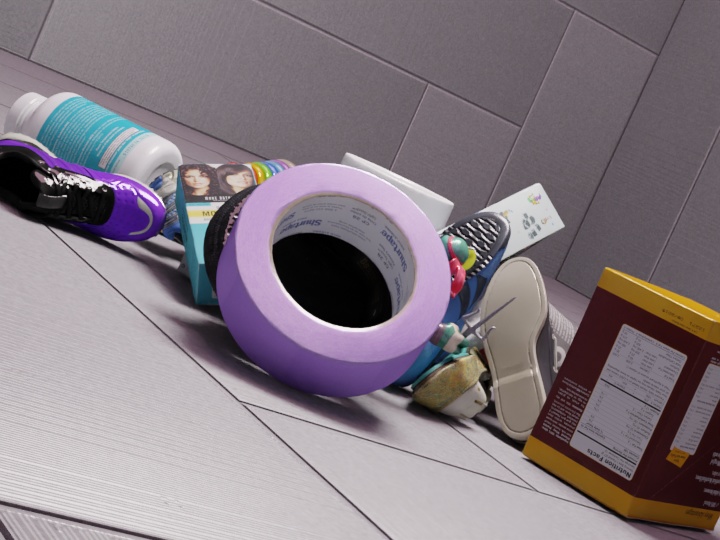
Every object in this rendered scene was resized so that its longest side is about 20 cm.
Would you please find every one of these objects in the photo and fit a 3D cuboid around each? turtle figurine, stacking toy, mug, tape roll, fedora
[{"bbox_3d":[0.041,0.009,1.565,0.101,0.198,0.151,48,27,-53],"label":"turtle figurine"},{"bbox_3d":[-0.181,-0.149,2.750,0.085,0.086,0.199,27,13,24],"label":"stacking toy"},{"bbox_3d":[0.031,-0.023,1.973,0.199,0.177,0.147,21,7,-36],"label":"mug"},{"bbox_3d":[-0.023,0.007,1.420,0.198,0.201,0.066,24,-36,-5],"label":"tape roll"},{"bbox_3d":[-0.059,0.019,1.498,0.199,0.202,0.092,24,-36,-6],"label":"fedora"}]

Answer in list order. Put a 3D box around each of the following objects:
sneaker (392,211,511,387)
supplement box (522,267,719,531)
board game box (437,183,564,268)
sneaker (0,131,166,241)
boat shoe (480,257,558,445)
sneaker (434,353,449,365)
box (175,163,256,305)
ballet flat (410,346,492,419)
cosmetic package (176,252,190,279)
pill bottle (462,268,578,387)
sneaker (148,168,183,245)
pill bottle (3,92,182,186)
[{"bbox_3d":[0.085,0.030,1.637,0.066,0.201,0.079,31,-13,32],"label":"sneaker"},{"bbox_3d":[0.295,0.130,1.594,0.132,0.202,0.196,29,7,38],"label":"supplement box"},{"bbox_3d":[0.111,-0.014,1.810,0.199,0.147,0.065,-26,83,-41],"label":"board game box"},{"bbox_3d":[-0.297,-0.074,1.643,0.198,0.070,0.100,21,13,0],"label":"sneaker"},{"bbox_3d":[0.168,0.086,1.666,0.072,0.202,0.063,-12,-29,22],"label":"boat shoe"},{"bbox_3d":[0.055,0.052,1.880,0.199,0.083,0.074,24,4,-23],"label":"sneaker"},{"bbox_3d":[-0.136,-0.039,1.638,0.081,0.050,0.201,-1,32,-13],"label":"box"},{"bbox_3d":[0.100,0.116,1.623,0.070,0.071,0.200,26,7,9],"label":"ballet flat"},{"bbox_3d":[-0.076,0.026,1.726,0.150,0.052,0.199,32,9,32],"label":"cosmetic package"},{"bbox_3d":[0.195,0.099,1.779,0.200,0.111,0.111,40,0,-21],"label":"pill bottle"},{"bbox_3d":[-0.161,-0.037,1.825,0.199,0.077,0.086,24,45,-46],"label":"sneaker"},{"bbox_3d":[-0.308,-0.132,1.843,0.199,0.112,0.111,28,7,20],"label":"pill bottle"}]
